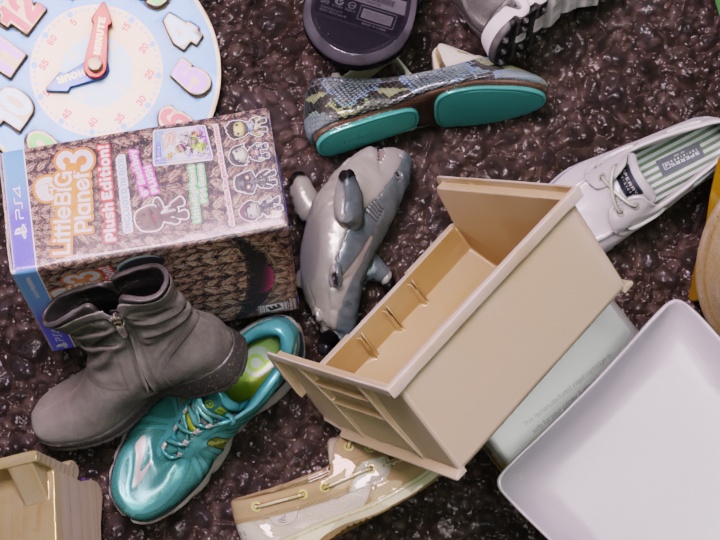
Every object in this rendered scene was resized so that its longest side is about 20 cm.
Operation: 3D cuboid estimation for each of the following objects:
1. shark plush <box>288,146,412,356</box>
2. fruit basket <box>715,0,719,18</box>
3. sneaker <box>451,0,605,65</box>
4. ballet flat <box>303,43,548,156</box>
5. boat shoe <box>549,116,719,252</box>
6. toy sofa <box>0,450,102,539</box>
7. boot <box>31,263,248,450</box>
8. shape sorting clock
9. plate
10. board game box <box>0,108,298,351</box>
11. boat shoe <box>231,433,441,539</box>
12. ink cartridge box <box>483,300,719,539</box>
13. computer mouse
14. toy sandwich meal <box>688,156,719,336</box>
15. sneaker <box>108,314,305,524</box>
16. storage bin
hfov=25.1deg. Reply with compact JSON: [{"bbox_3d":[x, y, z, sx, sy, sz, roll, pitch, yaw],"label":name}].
[{"bbox_3d":[0.000,0.000,1.275,0.083,0.091,0.202,7,76,-32],"label":"shark plush"},{"bbox_3d":[0.379,-0.270,1.292,0.214,0.156,0.218,-1,100,-4],"label":"fruit basket"},{"bbox_3d":[0.153,-0.246,1.301,0.199,0.067,0.091,-34,66,-23],"label":"sneaker"},{"bbox_3d":[0.049,-0.147,1.295,0.198,0.074,0.075,-11,83,-7],"label":"ballet flat"},{"bbox_3d":[0.212,-0.070,1.289,0.199,0.067,0.074,-34,85,-6],"label":"boat shoe"},{"bbox_3d":[-0.247,0.244,1.207,0.082,0.098,0.202,-15,66,17],"label":"toy sofa"},{"bbox_3d":[-0.193,0.058,1.197,0.199,0.131,0.068,-23,48,23],"label":"boot"},{"bbox_3d":[-0.211,-0.160,1.296,0.198,0.039,0.202,0,83,-2],"label":"shape sorting clock"},{"bbox_3d":[0.232,0.158,1.197,0.200,0.032,0.200,-44,88,-7],"label":"plate"},{"bbox_3d":[-0.153,-0.027,1.211,0.198,0.160,0.098,-10,67,-3],"label":"board game box"},{"bbox_3d":[-0.007,0.159,1.248,0.199,0.074,0.067,-29,90,-6],"label":"boat shoe"},{"bbox_3d":[0.174,0.120,1.256,0.145,0.083,0.200,-37,87,-7],"label":"ink cartridge box"},{"bbox_3d":[0.017,-0.229,1.299,0.138,0.053,0.201,22,60,4],"label":"computer mouse"},{"bbox_3d":[0.341,-0.028,1.283,0.203,0.070,0.207,-6,112,-15],"label":"toy sandwich meal"},{"bbox_3d":[-0.121,0.108,1.246,0.077,0.080,0.200,41,84,3],"label":"sneaker"},{"bbox_3d":[0.060,0.033,1.183,0.200,0.198,0.094,-46,115,-18],"label":"storage bin"}]
